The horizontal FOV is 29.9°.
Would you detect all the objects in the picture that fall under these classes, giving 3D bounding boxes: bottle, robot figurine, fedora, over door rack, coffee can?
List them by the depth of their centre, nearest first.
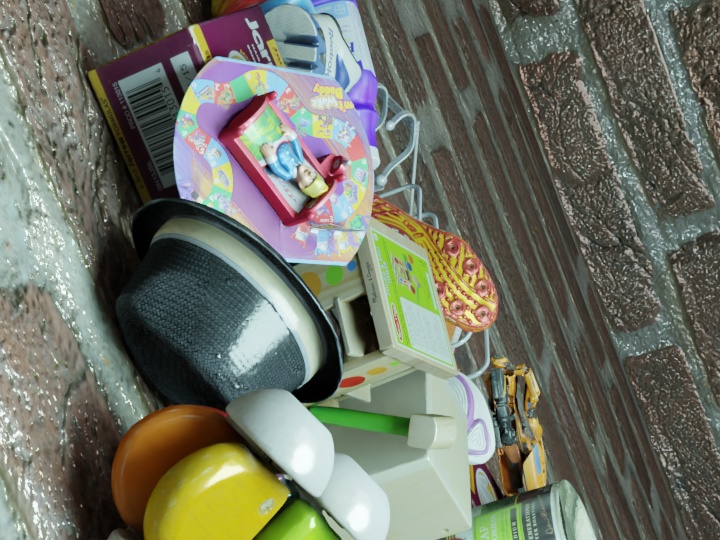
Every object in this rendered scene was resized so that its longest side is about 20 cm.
[{"bbox_3d":[-0.110,0.046,0.994,0.092,0.199,0.202,-50,126,-32],"label":"fedora"},{"bbox_3d":[0.128,0.303,1.321,0.146,0.198,0.148,-20,90,-73],"label":"coffee can"},{"bbox_3d":[-0.025,-0.199,1.428,0.065,0.083,0.202,45,31,-70],"label":"bottle"},{"bbox_3d":[0.182,0.193,1.527,0.145,0.058,0.202,-13,94,-81],"label":"robot figurine"},{"bbox_3d":[0.019,-0.129,1.578,0.148,0.066,0.201,52,-20,44],"label":"over door rack"}]

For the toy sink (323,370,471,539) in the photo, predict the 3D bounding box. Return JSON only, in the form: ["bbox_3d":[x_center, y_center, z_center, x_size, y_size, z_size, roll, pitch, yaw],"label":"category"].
[{"bbox_3d":[0.028,0.158,1.289,0.201,0.129,0.112,-89,154,-51],"label":"toy sink"}]

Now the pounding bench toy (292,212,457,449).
[{"bbox_3d":[-0.013,0.084,1.184,0.124,0.155,0.202,26,45,-57],"label":"pounding bench toy"}]

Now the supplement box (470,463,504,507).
[{"bbox_3d":[0.115,0.285,1.495,0.111,0.085,0.201,-89,154,-49],"label":"supplement box"}]

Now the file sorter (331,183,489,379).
[{"bbox_3d":[0.050,0.024,1.511,0.201,0.123,0.139,59,20,-32],"label":"file sorter"}]

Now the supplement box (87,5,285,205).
[{"bbox_3d":[-0.131,-0.142,1.160,0.200,0.102,0.132,-55,124,-70],"label":"supplement box"}]

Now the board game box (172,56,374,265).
[{"bbox_3d":[-0.054,-0.088,1.067,0.199,0.039,0.160,4,81,-40],"label":"board game box"}]

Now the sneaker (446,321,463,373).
[{"bbox_3d":[0.080,0.103,1.646,0.077,0.073,0.201,38,25,-20],"label":"sneaker"}]

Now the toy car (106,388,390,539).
[{"bbox_3d":[-0.092,0.164,0.914,0.150,0.175,0.200,36,-11,44],"label":"toy car"}]

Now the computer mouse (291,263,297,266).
[{"bbox_3d":[0.000,0.000,1.374,0.140,0.199,0.053,-64,-173,-13],"label":"computer mouse"}]

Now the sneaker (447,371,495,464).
[{"bbox_3d":[0.069,0.137,1.415,0.200,0.075,0.100,40,-18,31],"label":"sneaker"}]

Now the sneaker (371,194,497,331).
[{"bbox_3d":[0.050,-0.012,1.307,0.199,0.073,0.077,38,-14,9],"label":"sneaker"}]

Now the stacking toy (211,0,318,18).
[{"bbox_3d":[-0.118,-0.284,1.399,0.201,0.115,0.110,65,2,37],"label":"stacking toy"}]

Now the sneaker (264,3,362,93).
[{"bbox_3d":[-0.046,-0.161,1.308,0.115,0.080,0.202,-26,130,-56],"label":"sneaker"}]
